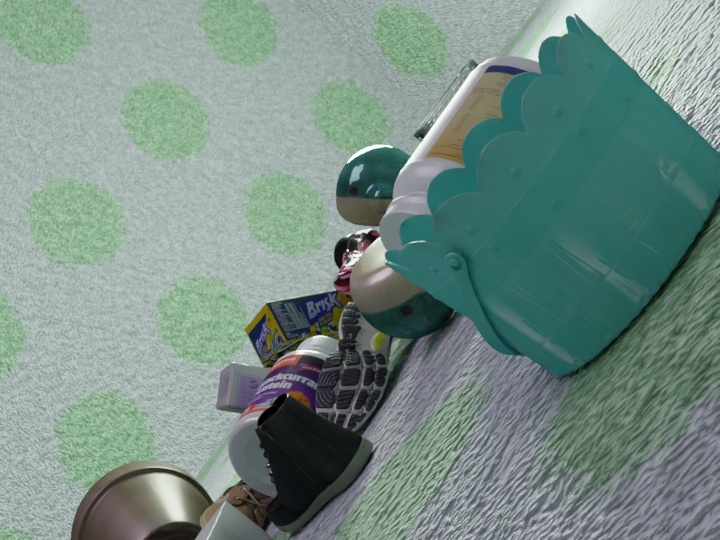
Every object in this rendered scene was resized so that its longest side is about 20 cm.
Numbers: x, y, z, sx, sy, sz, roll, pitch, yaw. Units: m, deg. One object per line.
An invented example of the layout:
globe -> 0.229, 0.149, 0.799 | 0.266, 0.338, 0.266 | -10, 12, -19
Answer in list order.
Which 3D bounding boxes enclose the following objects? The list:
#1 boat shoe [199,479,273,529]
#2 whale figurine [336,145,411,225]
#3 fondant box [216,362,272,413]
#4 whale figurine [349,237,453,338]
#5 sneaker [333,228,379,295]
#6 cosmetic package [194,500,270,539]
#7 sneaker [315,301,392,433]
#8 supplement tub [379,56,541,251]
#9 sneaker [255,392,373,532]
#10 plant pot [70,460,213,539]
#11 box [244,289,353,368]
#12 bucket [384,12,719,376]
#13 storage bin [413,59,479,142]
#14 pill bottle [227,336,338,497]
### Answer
boat shoe -> -0.145, 0.291, 1.704 | 0.065, 0.071, 0.200 | -53, 2, 7
whale figurine -> 0.063, -0.112, 1.830 | 0.159, 0.198, 0.105 | -7, -82, -58
fondant box -> -0.112, 0.165, 1.838 | 0.200, 0.143, 0.059 | 140, 139, -77
whale figurine -> 0.088, -0.002, 1.476 | 0.199, 0.104, 0.159 | -30, 20, 7
sneaker -> 0.000, 0.000, 1.829 | 0.200, 0.094, 0.080 | 31, 127, 59
cosmetic package -> -0.161, 0.335, 1.492 | 0.102, 0.074, 0.200 | -52, 2, 11
sneaker -> 0.003, 0.119, 1.568 | 0.201, 0.077, 0.080 | -69, -22, -48
supplement tub -> 0.118, -0.083, 1.290 | 0.201, 0.144, 0.144 | -54, 4, -25
sneaker -> -0.070, 0.189, 1.408 | 0.075, 0.106, 0.200 | -55, 4, -39
plant pot -> -0.258, 0.357, 1.784 | 0.201, 0.200, 0.173 | -53, 19, -11
box -> -0.050, 0.072, 1.853 | 0.199, 0.065, 0.070 | -9, -29, -41
bucket -> 0.124, -0.042, 0.886 | 0.208, 0.134, 0.207 | -52, 3, 4
storage bin -> 0.218, -0.360, 3.126 | 0.201, 0.093, 0.135 | -53, 3, -6
pill bottle -> -0.070, 0.163, 1.629 | 0.112, 0.111, 0.200 | -50, 5, 34
